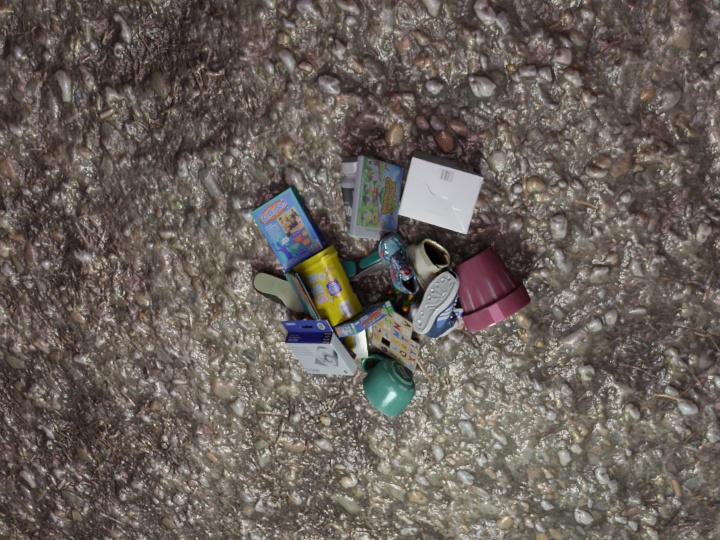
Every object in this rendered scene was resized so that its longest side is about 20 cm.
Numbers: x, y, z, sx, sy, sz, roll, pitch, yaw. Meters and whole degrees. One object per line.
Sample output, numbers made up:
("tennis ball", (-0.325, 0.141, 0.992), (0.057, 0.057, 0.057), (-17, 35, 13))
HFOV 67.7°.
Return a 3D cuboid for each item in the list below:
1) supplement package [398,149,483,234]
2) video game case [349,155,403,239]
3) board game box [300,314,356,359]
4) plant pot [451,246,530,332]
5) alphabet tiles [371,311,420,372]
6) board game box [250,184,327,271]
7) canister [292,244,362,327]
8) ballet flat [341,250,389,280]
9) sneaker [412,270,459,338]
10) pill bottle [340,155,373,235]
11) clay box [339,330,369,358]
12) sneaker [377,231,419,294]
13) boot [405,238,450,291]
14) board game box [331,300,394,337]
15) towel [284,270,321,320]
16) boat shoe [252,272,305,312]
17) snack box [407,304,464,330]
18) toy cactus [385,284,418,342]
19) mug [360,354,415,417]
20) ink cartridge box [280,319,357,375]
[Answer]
("supplement package", (0.215, -0.215, 1.451), (0.193, 0.111, 0.161), (15, 112, 2))
("video game case", (0.046, -0.188, 1.435), (0.022, 0.179, 0.209), (9, 94, 40))
("board game box", (-0.114, 0.225, 1.637), (0.198, 0.020, 0.103), (40, 131, -10))
("plant pot", (0.347, 0.045, 1.492), (0.196, 0.200, 0.184), (-28, 89, 17))
("alphabet tiles", (0.105, 0.197, 1.591), (0.164, 0.008, 0.204), (31, 141, 24))
("board game box", (-0.210, -0.124, 1.581), (0.148, 0.045, 0.204), (-26, 104, 17))
("canister", (-0.093, 0.051, 1.548), (0.146, 0.086, 0.205), (-24, 95, 35))
("ballet flat", (0.000, 0.000, 1.588), (0.194, 0.069, 0.064), (-20, 137, 18))
("sneaker", (0.239, 0.098, 1.492), (0.081, 0.144, 0.204), (45, 112, 39))
("pill bottle", (0.004, -0.205, 1.485), (0.108, 0.114, 0.208), (-5, 109, 10))
("clay box", (-0.073, 0.216, 1.681), (0.192, 0.048, 0.119), (-3, 112, 10))
("sneaker", (0.117, -0.018, 1.476), (0.078, 0.095, 0.203), (-36, 126, -11))
("boot", (0.213, 0.001, 1.505), (0.072, 0.154, 0.201), (-45, 97, -20))
("board game box", (-0.003, 0.142, 1.534), (0.133, 0.199, 0.035), (-30, 93, -27))
("towel", (-0.168, 0.070, 1.541), (0.021, 0.199, 0.150), (-29, 99, -11))
("boat shoe", (-0.241, 0.067, 1.649), (0.196, 0.063, 0.076), (27, 78, -15))
("snack box", (0.227, 0.138, 1.573), (0.193, 0.024, 0.074), (2, 115, -24))
("toy cactus", (0.098, 0.133, 1.612), (0.159, 0.103, 0.206), (-5, 118, 20))
("mug", (0.084, 0.340, 1.647), (0.183, 0.153, 0.115), (39, 110, -7))
("ink cartridge box", (-0.130, 0.232, 1.594), (0.194, 0.041, 0.203), (-6, 128, 38))
